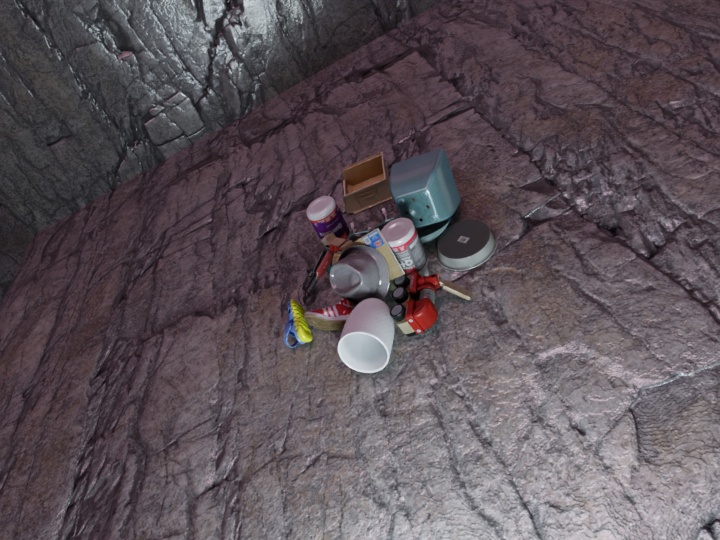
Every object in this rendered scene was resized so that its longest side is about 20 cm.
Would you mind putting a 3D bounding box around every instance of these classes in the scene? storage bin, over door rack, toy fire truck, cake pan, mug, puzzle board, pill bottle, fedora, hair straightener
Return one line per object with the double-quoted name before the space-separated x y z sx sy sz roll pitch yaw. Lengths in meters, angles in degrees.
"storage bin" 0.019 -0.342 2.066 0.194 0.095 0.203 -19 40 13
"over door rack" 0.037 -0.142 1.860 0.144 0.067 0.202 -23 39 8
"toy fire truck" 0.201 0.085 1.484 0.196 0.129 0.179 -20 38 28
"cake pan" 0.326 -0.086 1.635 0.195 0.037 0.203 -18 41 16
"mug" 0.010 0.183 1.483 0.200 0.147 0.177 -42 17 35
"puzzle board" 0.038 -0.031 1.570 0.017 0.153 0.199 -33 4 -35
"pill bottle" 0.141 -0.048 1.582 0.108 0.202 0.112 -17 39 15
"fedora" -0.019 0.020 1.537 0.196 0.183 0.089 9 13 39
"hair straightener" -0.160 0.023 1.789 0.076 0.040 0.204 23 88 54
"pill bottle" -0.105 -0.155 1.857 0.110 0.202 0.114 -17 39 15

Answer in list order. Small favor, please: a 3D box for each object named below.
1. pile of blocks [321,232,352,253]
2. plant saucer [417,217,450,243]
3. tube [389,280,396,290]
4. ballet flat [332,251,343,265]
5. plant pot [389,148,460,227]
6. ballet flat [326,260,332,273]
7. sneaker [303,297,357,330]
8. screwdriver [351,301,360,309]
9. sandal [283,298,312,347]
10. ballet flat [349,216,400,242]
"pile of blocks" -0.058 -0.061 1.756 0.196 0.084 0.062 21 41 29
"plant saucer" 0.209 -0.129 1.730 0.196 0.039 0.202 -22 20 8
"tube" 0.084 -0.017 1.652 0.057 0.052 0.204 -19 57 -2
"ballet flat" 0.000 0.000 1.684 0.195 0.072 0.072 18 43 -10
"plant pot" 0.197 -0.241 1.697 0.191 0.200 0.202 -13 28 25
"ballet flat" -0.055 -0.002 1.771 0.074 0.075 0.199 -41 41 -14
"sneaker" -0.079 0.123 1.645 0.194 0.072 0.114 3 52 24
"screwdriver" 0.041 0.066 1.634 0.198 0.028 0.029 -34 15 -25
"sandal" -0.215 0.171 1.683 0.086 0.079 0.202 -38 33 12
"ballet flat" 0.057 -0.113 1.757 0.196 0.068 0.070 -21 72 20
